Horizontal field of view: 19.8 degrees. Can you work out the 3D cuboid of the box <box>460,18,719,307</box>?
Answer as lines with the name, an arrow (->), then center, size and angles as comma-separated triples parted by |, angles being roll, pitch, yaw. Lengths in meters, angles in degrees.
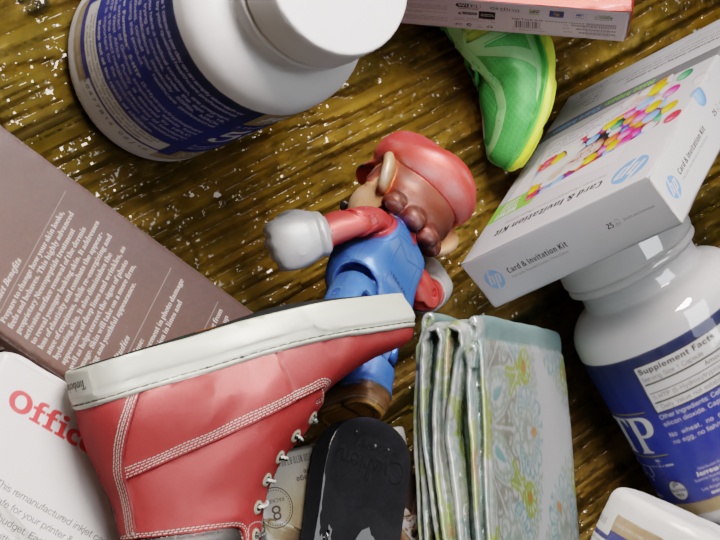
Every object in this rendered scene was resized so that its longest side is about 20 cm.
box -> 0.164, -0.072, 1.299 | 0.041, 0.156, 0.200 | 50, 44, -15

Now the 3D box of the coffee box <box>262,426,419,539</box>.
coffee box -> -0.019, 0.200, 1.185 | 0.113, 0.080, 0.201 | -9, 86, -37

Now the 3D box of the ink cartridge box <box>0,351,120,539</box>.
ink cartridge box -> -0.185, 0.165, 1.072 | 0.145, 0.084, 0.201 | 34, 63, -27

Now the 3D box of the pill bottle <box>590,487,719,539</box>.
pill bottle -> 0.166, 0.244, 1.262 | 0.111, 0.111, 0.201 | 23, 91, -30

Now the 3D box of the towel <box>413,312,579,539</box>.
towel -> 0.084, 0.116, 1.251 | 0.200, 0.048, 0.172 | 13, 73, -66

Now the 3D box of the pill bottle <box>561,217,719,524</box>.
pill bottle -> 0.209, 0.053, 1.344 | 0.120, 0.120, 0.201 | -37, 102, -34

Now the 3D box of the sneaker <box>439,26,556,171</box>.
sneaker -> 0.080, -0.162, 1.346 | 0.083, 0.074, 0.201 | -4, 85, -12

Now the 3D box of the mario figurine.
mario figurine -> 0.000, 0.000, 1.242 | 0.106, 0.124, 0.200 | 17, 52, 9

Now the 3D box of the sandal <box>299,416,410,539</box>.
sandal -> -0.004, 0.178, 1.123 | 0.076, 0.043, 0.201 | 9, 75, -32

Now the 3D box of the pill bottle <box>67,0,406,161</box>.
pill bottle -> -0.067, -0.137, 1.145 | 0.119, 0.200, 0.120 | 7, 77, -33

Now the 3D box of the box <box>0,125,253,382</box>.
box -> -0.158, 0.022, 1.129 | 0.200, 0.075, 0.100 | 39, 61, -25

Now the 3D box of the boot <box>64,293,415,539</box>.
boot -> -0.047, 0.095, 1.092 | 0.199, 0.072, 0.145 | -17, 91, -28

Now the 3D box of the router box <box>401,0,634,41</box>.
router box -> 0.076, -0.242, 1.295 | 0.199, 0.049, 0.180 | 5, 74, 4
